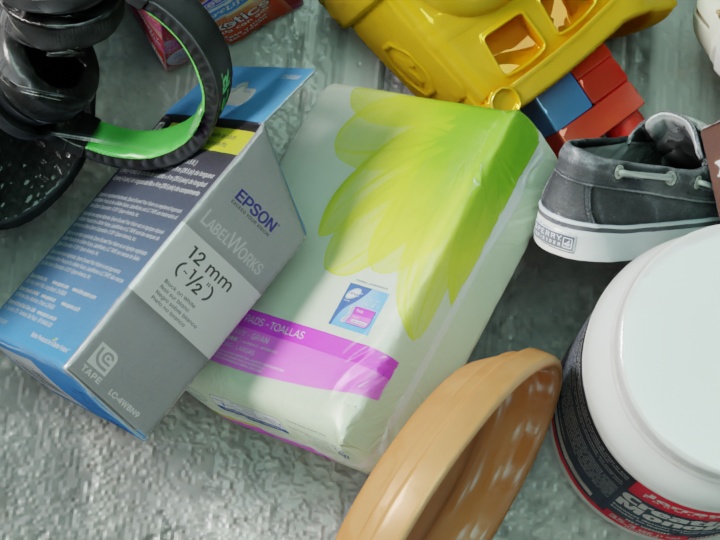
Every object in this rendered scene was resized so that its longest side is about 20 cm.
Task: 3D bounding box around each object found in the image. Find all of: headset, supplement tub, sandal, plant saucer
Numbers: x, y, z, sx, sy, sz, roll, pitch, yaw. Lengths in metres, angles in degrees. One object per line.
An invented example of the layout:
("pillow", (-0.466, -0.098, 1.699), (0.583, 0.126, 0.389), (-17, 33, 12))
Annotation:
("headset", (-0.165, -0.113, 0.984), (0.200, 0.124, 0.094), (27, 47, -4))
("supplement tub", (0.176, 0.061, 1.006), (0.140, 0.200, 0.141), (0, 76, -2))
("sandal", (-0.179, -0.108, 1.114), (0.075, 0.048, 0.201), (-3, 62, 13))
("plant saucer", (0.035, 0.122, 0.988), (0.037, 0.200, 0.200), (31, 76, 17))

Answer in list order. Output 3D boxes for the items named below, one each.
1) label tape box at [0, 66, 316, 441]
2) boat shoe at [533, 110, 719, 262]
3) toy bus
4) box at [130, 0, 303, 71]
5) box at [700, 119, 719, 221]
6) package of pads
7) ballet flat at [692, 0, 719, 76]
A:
("label tape box", (-0.097, -0.016, 1.040), (0.066, 0.143, 0.200), (46, 75, -24))
("boat shoe", (0.169, -0.052, 1.052), (0.072, 0.200, 0.068), (27, 116, 41))
("toy bus", (0.107, -0.156, 1.103), (0.200, 0.136, 0.192), (-40, 94, -14))
("box", (-0.117, -0.230, 1.120), (0.095, 0.100, 0.200), (-28, 78, -9))
("box", (0.287, -0.055, 1.042), (0.200, 0.100, 0.075), (2, 74, -39))
("package of pads", (0.000, 0.000, 1.047), (0.154, 0.068, 0.200), (16, 71, 46))
("ballet flat", (0.217, -0.155, 1.121), (0.062, 0.067, 0.200), (3, 52, 9))
